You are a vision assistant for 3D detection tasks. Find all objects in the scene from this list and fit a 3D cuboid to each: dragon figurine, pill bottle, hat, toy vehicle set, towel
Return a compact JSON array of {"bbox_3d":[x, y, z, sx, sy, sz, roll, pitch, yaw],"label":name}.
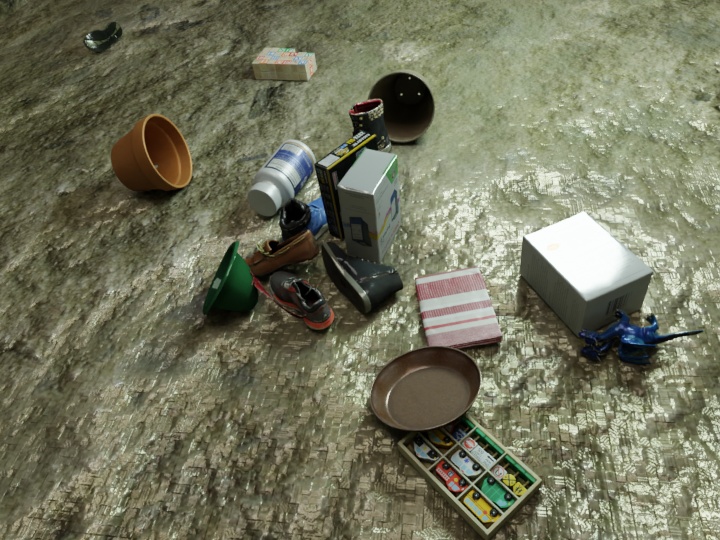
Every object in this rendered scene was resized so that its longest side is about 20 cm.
[{"bbox_3d":[0.492,0.128,1.054,0.198,0.059,0.100,11,48,21],"label":"dragon figurine"},{"bbox_3d":[-0.201,-0.231,1.497,0.110,0.112,0.201,12,48,21],"label":"pill bottle"},{"bbox_3d":[-0.225,0.055,1.266,0.175,0.166,0.201,25,30,-18],"label":"hat"},{"bbox_3d":[0.171,0.311,0.949,0.124,0.027,0.200,-34,49,-23],"label":"toy vehicle set"},{"bbox_3d":[0.191,0.076,1.187,0.142,0.023,0.201,-10,43,3],"label":"towel"}]

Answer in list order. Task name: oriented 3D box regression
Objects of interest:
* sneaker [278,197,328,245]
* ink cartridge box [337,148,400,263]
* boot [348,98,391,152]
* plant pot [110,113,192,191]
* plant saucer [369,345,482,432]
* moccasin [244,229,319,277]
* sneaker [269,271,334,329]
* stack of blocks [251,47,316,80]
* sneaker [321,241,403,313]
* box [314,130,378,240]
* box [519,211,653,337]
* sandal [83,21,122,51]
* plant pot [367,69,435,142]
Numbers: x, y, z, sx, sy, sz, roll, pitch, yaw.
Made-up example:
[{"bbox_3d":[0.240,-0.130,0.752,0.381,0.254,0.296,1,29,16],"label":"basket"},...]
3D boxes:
[{"bbox_3d":[-0.125,-0.134,1.387,0.076,0.112,0.201,16,49,24],"label":"sneaker"},{"bbox_3d":[0.025,-0.139,1.304,0.087,0.201,0.146,15,48,19],"label":"ink cartridge box"},{"bbox_3d":[-0.011,-0.349,1.554,0.198,0.152,0.073,-25,46,-15],"label":"boot"},{"bbox_3d":[-0.567,-0.298,1.586,0.138,0.201,0.201,-15,42,18],"label":"plant pot"},{"bbox_3d":[0.114,0.210,1.028,0.198,0.037,0.201,-15,30,8],"label":"plant saucer"},{"bbox_3d":[-0.191,-0.039,1.305,0.199,0.078,0.074,-15,24,21],"label":"moccasin"},{"bbox_3d":[-0.125,0.039,1.232,0.077,0.082,0.199,-36,47,-24],"label":"sneaker"},{"bbox_3d":[-0.253,-0.702,2.016,0.198,0.059,0.116,8,47,17],"label":"stack of blocks"},{"bbox_3d":[0.000,0.000,1.268,0.105,0.075,0.200,-25,55,-22],"label":"sneaker"},{"bbox_3d":[-0.019,-0.196,1.368,0.049,0.201,0.159,26,54,33],"label":"box"},{"bbox_3d":[0.430,0.003,1.156,0.151,0.107,0.201,-21,46,-11],"label":"box"},{"bbox_3d":[-1.035,-0.933,2.384,0.057,0.080,0.202,-5,35,29],"label":"sandal"},{"bbox_3d":[0.128,-0.485,1.667,0.185,0.189,0.201,3,31,13],"label":"plant pot"}]
